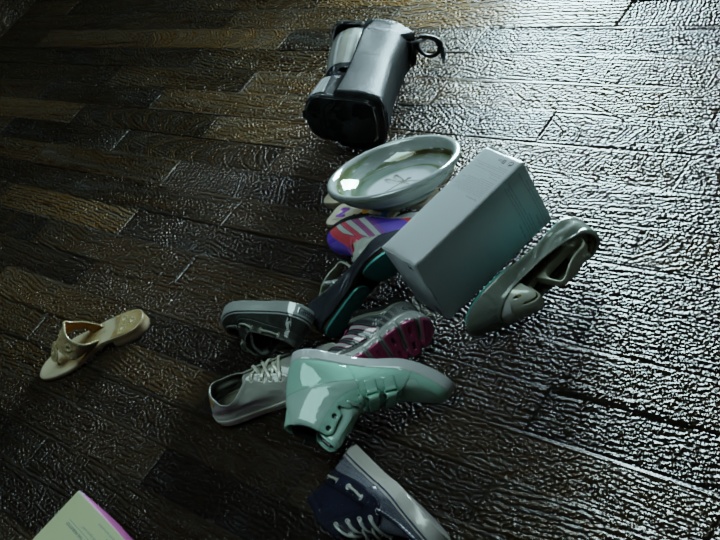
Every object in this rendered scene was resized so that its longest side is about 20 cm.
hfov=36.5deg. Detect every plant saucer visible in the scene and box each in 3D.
[{"bbox_3d":[0.053,-0.130,1.564,0.200,0.050,0.200,-16,25,8],"label":"plant saucer"}]

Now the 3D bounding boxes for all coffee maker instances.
[{"bbox_3d":[0.021,-0.308,1.768,0.192,0.135,0.200,-11,44,28],"label":"coffee maker"}]

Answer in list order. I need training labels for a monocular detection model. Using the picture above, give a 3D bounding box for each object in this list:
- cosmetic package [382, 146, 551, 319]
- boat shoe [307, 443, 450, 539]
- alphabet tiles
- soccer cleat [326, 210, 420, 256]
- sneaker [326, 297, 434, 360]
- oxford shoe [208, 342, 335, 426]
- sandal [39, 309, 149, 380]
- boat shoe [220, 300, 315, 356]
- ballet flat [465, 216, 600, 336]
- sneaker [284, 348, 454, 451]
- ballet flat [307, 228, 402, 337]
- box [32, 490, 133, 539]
[{"bbox_3d":[0.139,-0.049,1.413,0.200,0.113,0.081,-41,37,-11],"label":"cosmetic package"},{"bbox_3d":[0.016,0.274,1.198,0.093,0.075,0.200,-46,29,-7],"label":"boat shoe"},{"bbox_3d":[0.041,-0.127,1.646,0.200,0.015,0.196,4,46,40],"label":"alphabet tiles"},{"bbox_3d":[0.031,-0.037,1.524,0.200,0.068,0.073,-4,51,32],"label":"soccer cleat"},{"bbox_3d":[-0.002,0.102,1.394,0.200,0.074,0.088,-34,29,6],"label":"sneaker"},{"bbox_3d":[-0.117,0.145,1.447,0.200,0.058,0.075,-24,35,12],"label":"oxford shoe"},{"bbox_3d":[-0.442,0.100,1.738,0.211,0.070,0.078,-24,38,15],"label":"sandal"},{"bbox_3d":[-0.140,0.082,1.505,0.200,0.071,0.064,-9,54,55],"label":"boat shoe"},{"bbox_3d":[0.212,0.013,1.327,0.200,0.067,0.064,-44,45,-10],"label":"ballet flat"},{"bbox_3d":[0.007,0.165,1.292,0.200,0.074,0.119,6,60,6],"label":"sneaker"},{"bbox_3d":[0.000,0.000,1.465,0.200,0.073,0.073,-48,34,15],"label":"ballet flat"},{"bbox_3d":[-0.346,0.400,1.315,0.200,0.097,0.176,-47,38,-16],"label":"box"}]
